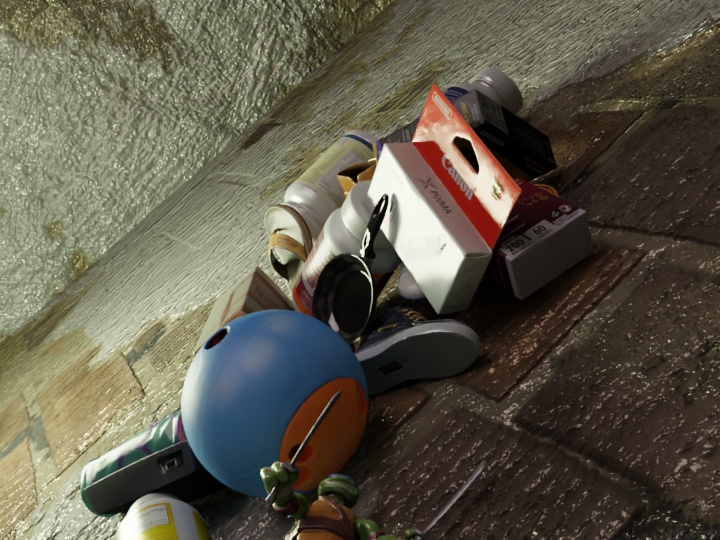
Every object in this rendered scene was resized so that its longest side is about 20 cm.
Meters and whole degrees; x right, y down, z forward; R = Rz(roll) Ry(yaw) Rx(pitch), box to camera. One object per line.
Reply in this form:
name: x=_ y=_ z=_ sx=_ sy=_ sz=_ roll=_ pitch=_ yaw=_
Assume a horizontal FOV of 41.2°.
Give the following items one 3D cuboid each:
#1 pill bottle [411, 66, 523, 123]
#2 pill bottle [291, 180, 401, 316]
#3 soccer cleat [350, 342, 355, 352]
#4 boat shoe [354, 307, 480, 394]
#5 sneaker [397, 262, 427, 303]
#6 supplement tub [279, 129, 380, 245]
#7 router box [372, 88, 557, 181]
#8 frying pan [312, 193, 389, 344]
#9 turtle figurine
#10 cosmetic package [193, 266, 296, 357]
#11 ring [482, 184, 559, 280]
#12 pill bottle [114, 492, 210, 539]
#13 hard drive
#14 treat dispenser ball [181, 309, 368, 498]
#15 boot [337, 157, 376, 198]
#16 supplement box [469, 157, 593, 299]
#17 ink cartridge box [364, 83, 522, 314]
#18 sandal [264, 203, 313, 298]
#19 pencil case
pill bottle: x=0.158 y=-0.224 z=1.504 sx=0.200 sy=0.120 sz=0.120 roll=-45 pitch=20 yaw=-14
pill bottle: x=-0.009 y=-0.015 z=1.251 sx=0.200 sy=0.109 sz=0.110 roll=-60 pitch=2 yaw=41
soccer cleat: x=-0.092 y=0.150 z=1.217 sx=0.200 sy=0.067 sz=0.076 roll=-45 pitch=25 yaw=-6
boat shoe: x=0.063 y=0.075 z=1.091 sx=0.200 sy=0.071 sz=0.091 roll=-22 pitch=30 yaw=44
sneaker: x=0.087 y=-0.028 z=1.206 sx=0.072 sy=0.073 sz=0.200 roll=-3 pitch=32 yaw=20
supplement tub: x=-0.033 y=-0.118 z=1.575 sx=0.200 sy=0.145 sz=0.145 roll=-46 pitch=21 yaw=-19
router box: x=0.137 y=-0.147 z=1.234 sx=0.157 sy=0.200 sz=0.052 roll=-25 pitch=65 yaw=31
frying pan: x=-0.011 y=-0.001 z=1.164 sx=0.115 sy=0.031 sz=0.190 roll=10 pitch=89 yaw=50
turtle figurine: x=-0.022 y=0.224 z=0.817 sx=0.200 sy=0.144 sz=0.194 roll=-30 pitch=25 yaw=33
cosmetic package: x=-0.138 y=0.081 z=1.227 sx=0.087 sy=0.103 sz=0.200 roll=-41 pitch=14 yaw=9
ring: x=0.171 y=-0.040 z=1.232 sx=0.200 sy=0.019 sz=0.200 roll=-34 pitch=19 yaw=14
pill bottle: x=-0.206 y=0.309 z=1.014 sx=0.104 sy=0.104 sz=0.200 roll=-41 pitch=19 yaw=-5
hard drive: x=-0.225 y=0.252 z=1.157 sx=0.200 sy=0.135 sz=0.042 roll=-29 pitch=64 yaw=32
treat dispenser ball: x=-0.091 y=0.143 z=1.029 sx=0.201 sy=0.201 sz=0.201 roll=-34 pitch=20 yaw=14
boot: x=0.009 y=-0.080 z=1.400 sx=0.200 sy=0.155 sz=0.074 roll=-23 pitch=25 yaw=38
supplement box: x=0.160 y=-0.054 z=1.106 sx=0.109 sy=0.061 sz=0.200 roll=-32 pitch=36 yaw=-16
ink cartridge box: x=0.085 y=-0.081 z=1.070 sx=0.044 sy=0.174 sz=0.200 roll=-8 pitch=47 yaw=-28
sandal: x=-0.110 y=-0.017 z=1.460 sx=0.080 sy=0.054 sz=0.200 roll=-40 pitch=59 yaw=41
pencil case: x=-0.284 y=0.258 z=1.291 sx=0.200 sy=0.085 sz=0.092 roll=-30 pitch=-14 yaw=22
